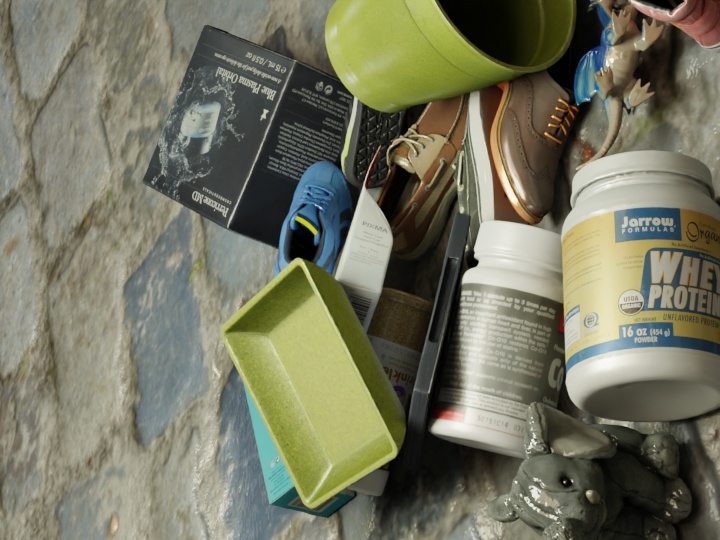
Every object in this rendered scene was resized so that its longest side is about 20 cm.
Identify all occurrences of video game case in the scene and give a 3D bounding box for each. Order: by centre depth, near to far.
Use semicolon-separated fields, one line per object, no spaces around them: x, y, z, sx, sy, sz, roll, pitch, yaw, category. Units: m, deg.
0.071;0.067;1.663;0.143;0.019;0.201;95;-173;-55;video game case

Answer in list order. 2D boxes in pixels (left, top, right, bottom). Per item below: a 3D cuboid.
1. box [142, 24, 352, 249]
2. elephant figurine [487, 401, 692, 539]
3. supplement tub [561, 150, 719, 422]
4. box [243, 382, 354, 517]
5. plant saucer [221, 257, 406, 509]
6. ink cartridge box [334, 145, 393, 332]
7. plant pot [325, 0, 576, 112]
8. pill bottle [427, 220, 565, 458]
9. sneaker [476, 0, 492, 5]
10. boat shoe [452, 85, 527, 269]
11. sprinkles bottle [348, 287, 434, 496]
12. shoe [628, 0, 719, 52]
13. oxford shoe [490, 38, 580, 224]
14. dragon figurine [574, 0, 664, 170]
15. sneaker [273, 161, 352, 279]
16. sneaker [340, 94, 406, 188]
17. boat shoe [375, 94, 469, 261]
-0.121;-0.149;1.999;0.196;0.117;0.202;27;96;49;box
0.172;0.177;1.472;0.154;0.199;0.143;-18;69;45;elephant figurine
0.243;0.015;1.507;0.144;0.144;0.202;-20;61;42;supplement tub
-0.070;0.152;1.847;0.049;0.082;0.201;-39;49;31;box
-0.036;0.103;1.671;0.201;0.048;0.200;63;146;8;plant saucer
0.000;0.000;1.764;0.161;0.047;0.201;109;179;-45;ink cartridge box
0.069;-0.247;1.705;0.192;0.199;0.202;-26;56;47;plant pot
0.136;0.064;1.630;0.113;0.113;0.202;5;78;48;pill bottle
0.121;-0.269;1.824;0.199;0.075;0.092;-2;83;55;sneaker
0.120;-0.099;1.747;0.063;0.070;0.202;-19;63;41;boat shoe
0.018;0.120;1.772;0.068;0.068;0.202;13;85;49;sprinkles bottle
0.275;-0.283;1.631;0.072;0.091;0.201;-49;45;22;shoe
0.173;-0.143;1.707;0.072;0.071;0.202;-19;61;38;oxford shoe
0.234;-0.181;1.648;0.099;0.058;0.202;144;136;-81;dragon figurine
-0.046;-0.052;1.855;0.079;0.065;0.201;94;-173;-49;sneaker
0.013;-0.184;1.879;0.083;0.071;0.202;-122;46;-56;sneaker
0.066;-0.110;1.808;0.075;0.071;0.202;18;89;50;boat shoe
